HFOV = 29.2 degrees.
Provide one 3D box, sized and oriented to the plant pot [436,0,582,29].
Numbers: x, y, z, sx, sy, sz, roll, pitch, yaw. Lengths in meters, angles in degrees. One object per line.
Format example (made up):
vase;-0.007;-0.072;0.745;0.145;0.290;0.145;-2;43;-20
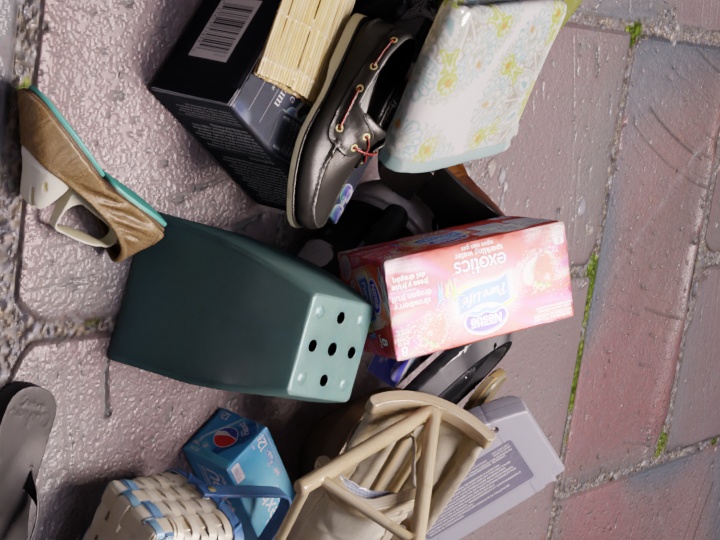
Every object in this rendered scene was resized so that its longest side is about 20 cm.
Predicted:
plant pot;0.158;-0.308;1.491;0.186;0.187;0.201;4;114;-52

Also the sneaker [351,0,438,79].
sneaker;0.070;-0.257;1.397;0.198;0.076;0.115;-9;106;-5

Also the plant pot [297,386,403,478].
plant pot;-0.004;0.219;1.522;0.200;0.092;0.203;-21;117;-46

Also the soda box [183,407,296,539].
soda box;-0.109;0.240;1.418;0.064;0.067;0.201;-44;134;-31

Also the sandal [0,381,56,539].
sandal;-0.302;0.197;1.179;0.076;0.043;0.202;6;98;-52

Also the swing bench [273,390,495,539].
swing bench;0.005;0.234;1.305;0.200;0.129;0.200;-49;169;-50

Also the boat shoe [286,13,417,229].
boat shoe;-0.010;-0.129;1.234;0.203;0.063;0.074;-68;161;-6

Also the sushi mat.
sushi mat;-0.032;-0.249;1.209;0.095;0.012;0.202;25;83;-53

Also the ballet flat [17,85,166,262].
ballet flat;-0.239;-0.069;1.159;0.072;0.068;0.200;-45;141;-5

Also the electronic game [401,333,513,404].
electronic game;0.082;0.114;1.411;0.200;0.042;0.200;-40;166;-12

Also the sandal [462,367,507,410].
sandal;0.124;0.197;1.517;0.202;0.054;0.080;-69;165;16

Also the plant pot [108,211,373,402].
plant pot;-0.097;0.045;1.255;0.141;0.199;0.143;14;91;-52

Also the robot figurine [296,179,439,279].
robot figurine;0.002;0.000;1.423;0.201;0.150;0.125;-53;125;-24

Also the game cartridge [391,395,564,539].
game cartridge;0.106;0.219;1.469;0.199;0.041;0.133;-31;129;4

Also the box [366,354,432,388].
box;0.073;0.043;1.440;0.200;0.041;0.120;-30;149;-60

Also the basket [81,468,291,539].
basket;-0.167;0.271;1.288;0.199;0.139;0.177;22;101;-46

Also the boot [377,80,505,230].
boot;0.094;-0.117;1.445;0.187;0.069;0.201;32;35;-17

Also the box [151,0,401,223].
box;-0.072;-0.163;1.287;0.149;0.106;0.200;-62;142;-16

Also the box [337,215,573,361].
box;0.089;0.013;1.292;0.198;0.099;0.097;-13;100;-26

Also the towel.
towel;0.108;-0.183;1.313;0.199;0.048;0.172;-18;136;-51
